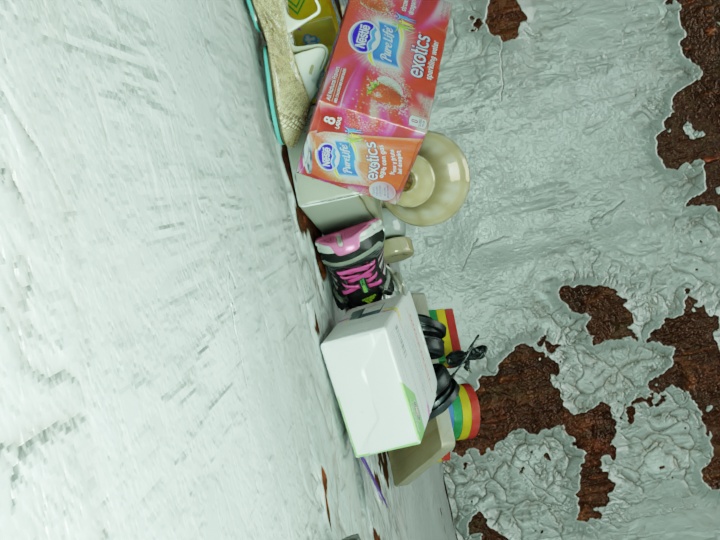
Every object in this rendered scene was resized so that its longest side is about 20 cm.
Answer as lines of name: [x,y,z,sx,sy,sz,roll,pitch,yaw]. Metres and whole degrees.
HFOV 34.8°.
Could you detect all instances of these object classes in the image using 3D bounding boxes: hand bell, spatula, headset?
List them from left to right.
spatula: [0.001,0.149,1.183,0.057,0.020,0.201,68,10,-59]
hand bell: [0.039,-0.088,1.148,0.200,0.104,0.104,-22,100,-72]
headset: [0.064,0.110,1.304,0.094,0.200,0.124,-17,-95,52]

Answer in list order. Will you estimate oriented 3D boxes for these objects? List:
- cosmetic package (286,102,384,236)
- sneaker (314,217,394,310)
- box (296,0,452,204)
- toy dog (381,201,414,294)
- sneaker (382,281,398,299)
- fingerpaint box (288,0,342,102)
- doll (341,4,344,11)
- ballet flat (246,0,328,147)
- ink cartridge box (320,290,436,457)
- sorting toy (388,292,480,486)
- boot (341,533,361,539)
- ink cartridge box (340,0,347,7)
cosmetic package: [-0.025,-0.103,1.204,0.200,0.073,0.104,42,37,-81]
sneaker: [0.000,0.000,1.223,0.200,0.074,0.088,85,-13,-85]
box: [0.015,-0.170,1.058,0.096,0.099,0.200,111,-6,-48]
toy dog: [0.009,-0.037,1.543,0.200,0.096,0.132,98,-17,-54]
sneaker: [0.020,0.064,1.392,0.089,0.074,0.200,64,6,-54]
fingerpaint box: [-0.054,-0.264,1.261,0.200,0.073,0.167,71,8,-58]
doll: [-0.053,-0.373,1.706,0.137,0.048,0.201,-61,144,-57]
ballet flat: [-0.064,-0.213,1.039,0.071,0.065,0.201,-89,167,-74]
ink cartridge box: [0.024,0.096,1.144,0.200,0.067,0.117,-45,119,-77]
sorting toy: [0.086,0.155,1.478,0.200,0.069,0.199,123,-40,-62]
boot: [0.012,0.285,0.750,0.200,0.069,0.175,-102,173,-75]
ink cartridge box: [-0.060,-0.496,1.847,0.200,0.075,0.165,-33,110,-86]
